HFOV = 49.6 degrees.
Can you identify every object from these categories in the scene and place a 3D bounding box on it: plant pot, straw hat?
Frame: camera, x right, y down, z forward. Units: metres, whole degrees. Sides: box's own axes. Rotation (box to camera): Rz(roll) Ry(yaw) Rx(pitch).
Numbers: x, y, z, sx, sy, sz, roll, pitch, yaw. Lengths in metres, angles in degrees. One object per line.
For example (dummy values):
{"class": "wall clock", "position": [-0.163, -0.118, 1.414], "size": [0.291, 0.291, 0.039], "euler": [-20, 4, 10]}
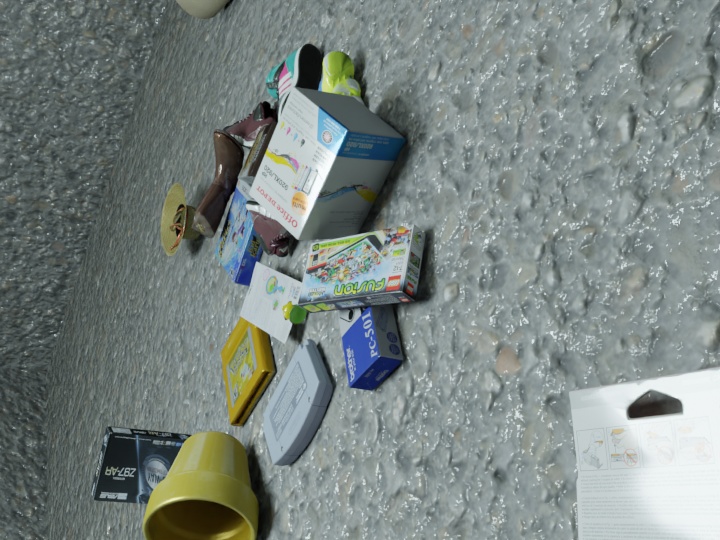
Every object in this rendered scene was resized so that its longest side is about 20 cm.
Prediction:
{"class": "plant pot", "position": [-0.412, -0.841, 2.210], "size": [0.200, 0.187, 0.188], "euler": [-13, 67, 43]}
{"class": "plant pot", "position": [-0.284, 0.411, 1.446], "size": [0.201, 0.200, 0.189], "euler": [-59, 17, 30]}
{"class": "straw hat", "position": [-0.459, -0.128, 2.068], "size": [0.201, 0.085, 0.202], "euler": [-17, 69, 56]}

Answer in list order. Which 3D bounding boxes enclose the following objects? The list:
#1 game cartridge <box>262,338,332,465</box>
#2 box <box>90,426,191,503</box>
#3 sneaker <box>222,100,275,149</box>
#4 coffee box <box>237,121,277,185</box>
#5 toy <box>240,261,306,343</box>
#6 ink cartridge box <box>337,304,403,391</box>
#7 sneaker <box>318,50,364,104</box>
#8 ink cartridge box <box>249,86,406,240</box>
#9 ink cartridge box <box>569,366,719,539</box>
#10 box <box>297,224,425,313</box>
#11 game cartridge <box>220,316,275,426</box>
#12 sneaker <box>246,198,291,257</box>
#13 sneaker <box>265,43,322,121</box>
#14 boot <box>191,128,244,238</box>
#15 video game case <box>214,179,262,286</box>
{"class": "game cartridge", "position": [-0.111, 0.236, 1.353], "size": [0.200, 0.040, 0.133], "euler": [-62, 29, 26]}
{"class": "box", "position": [-0.494, 0.446, 1.775], "size": [0.044, 0.200, 0.161], "euler": [21, 96, 62]}
{"class": "sneaker", "position": [-0.247, -0.339, 1.805], "size": [0.200, 0.076, 0.116], "euler": [28, 98, 50]}
{"class": "coffee box", "position": [-0.176, -0.221, 1.553], "size": [0.113, 0.080, 0.200], "euler": [-66, 16, -3]}
{"class": "toy", "position": [-0.159, 0.062, 1.498], "size": [0.200, 0.047, 0.115], "euler": [22, 95, 57]}
{"class": "ink cartridge box", "position": [0.008, 0.073, 1.197], "size": [0.094, 0.044, 0.200], "euler": [-50, 38, 41]}
{"class": "sneaker", "position": [-0.039, -0.296, 1.426], "size": [0.105, 0.076, 0.200], "euler": [119, 152, -62]}
{"class": "ink cartridge box", "position": [-0.057, -0.169, 1.269], "size": [0.147, 0.144, 0.200], "euler": [43, 119, 31]}
{"class": "ink cartridge box", "position": [0.274, 0.183, 0.680], "size": [0.200, 0.045, 0.177], "euler": [-25, 58, 55]}
{"class": "box", "position": [0.000, 0.000, 1.167], "size": [0.200, 0.035, 0.110], "euler": [-9, 59, 37]}
{"class": "game cartridge", "position": [-0.236, 0.187, 1.599], "size": [0.176, 0.032, 0.200], "euler": [-57, 35, 31]}
{"class": "sneaker", "position": [-0.137, -0.073, 1.496], "size": [0.200, 0.076, 0.116], "euler": [22, 128, 45]}
{"class": "sneaker", "position": [-0.151, -0.362, 1.615], "size": [0.121, 0.084, 0.200], "euler": [-9, 63, 54]}
{"class": "boot", "position": [-0.329, -0.190, 1.755], "size": [0.187, 0.064, 0.200], "euler": [73, -142, -55]}
{"class": "video game case", "position": [-0.259, -0.092, 1.739], "size": [0.181, 0.045, 0.200], "euler": [44, 117, 59]}
